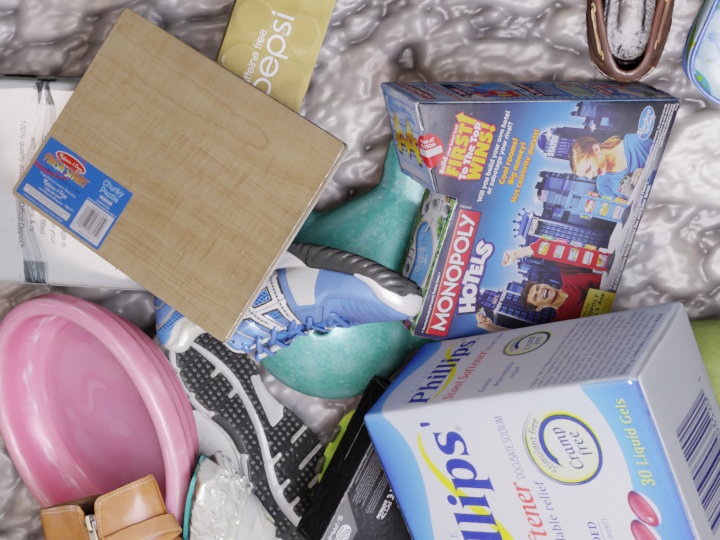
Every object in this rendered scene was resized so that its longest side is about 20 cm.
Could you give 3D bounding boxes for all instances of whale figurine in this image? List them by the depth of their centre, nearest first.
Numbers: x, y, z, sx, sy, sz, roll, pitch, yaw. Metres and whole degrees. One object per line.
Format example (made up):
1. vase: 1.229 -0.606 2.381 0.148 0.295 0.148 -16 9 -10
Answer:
1. whale figurine: 0.000 0.000 1.380 0.159 0.104 0.200 39 103 -1

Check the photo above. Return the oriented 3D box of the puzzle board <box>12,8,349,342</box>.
1. puzzle board: -0.122 -0.066 1.307 0.200 0.017 0.151 33 92 25

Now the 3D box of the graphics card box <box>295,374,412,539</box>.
1. graphics card box: 0.068 0.171 1.383 0.199 0.051 0.126 26 91 -25

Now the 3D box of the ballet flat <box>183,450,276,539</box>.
1. ballet flat: -0.091 0.193 1.403 0.071 0.200 0.072 3 56 -5

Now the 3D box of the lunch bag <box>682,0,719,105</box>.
1. lunch bag: 0.332 -0.160 1.328 0.199 0.082 0.161 23 102 2

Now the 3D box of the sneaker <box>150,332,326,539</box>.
1. sneaker: -0.090 0.117 1.438 0.074 0.080 0.201 -39 110 -31

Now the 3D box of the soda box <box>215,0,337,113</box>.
1. soda box: -0.074 -0.120 1.365 0.067 0.064 0.201 18 88 -4

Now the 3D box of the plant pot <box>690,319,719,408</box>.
1. plant pot: 0.254 0.108 1.346 0.189 0.200 0.201 5 101 18

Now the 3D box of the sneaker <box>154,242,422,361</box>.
1. sneaker: -0.050 0.023 1.306 0.199 0.076 0.077 3 77 29

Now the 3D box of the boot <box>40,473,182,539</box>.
1. boot: -0.194 0.238 1.354 0.199 0.074 0.155 -23 90 9

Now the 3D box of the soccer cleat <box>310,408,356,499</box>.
1. soccer cleat: 0.014 0.194 1.436 0.065 0.083 0.201 10 106 47

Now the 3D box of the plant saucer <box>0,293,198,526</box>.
1. plant saucer: -0.185 0.107 1.406 0.200 0.051 0.201 23 125 36

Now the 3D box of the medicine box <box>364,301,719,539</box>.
1. medicine box: 0.133 0.135 1.261 0.199 0.103 0.183 -11 110 33

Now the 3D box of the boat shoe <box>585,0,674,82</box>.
1. boat shoe: 0.189 -0.229 1.339 0.070 0.070 0.201 0 99 7

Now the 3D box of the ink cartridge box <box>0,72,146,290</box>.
1. ink cartridge box: -0.233 -0.067 1.405 0.199 0.083 0.147 4 99 6

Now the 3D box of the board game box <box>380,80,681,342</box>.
1. board game box: 0.094 -0.050 1.336 0.199 0.062 0.201 13 102 -27
